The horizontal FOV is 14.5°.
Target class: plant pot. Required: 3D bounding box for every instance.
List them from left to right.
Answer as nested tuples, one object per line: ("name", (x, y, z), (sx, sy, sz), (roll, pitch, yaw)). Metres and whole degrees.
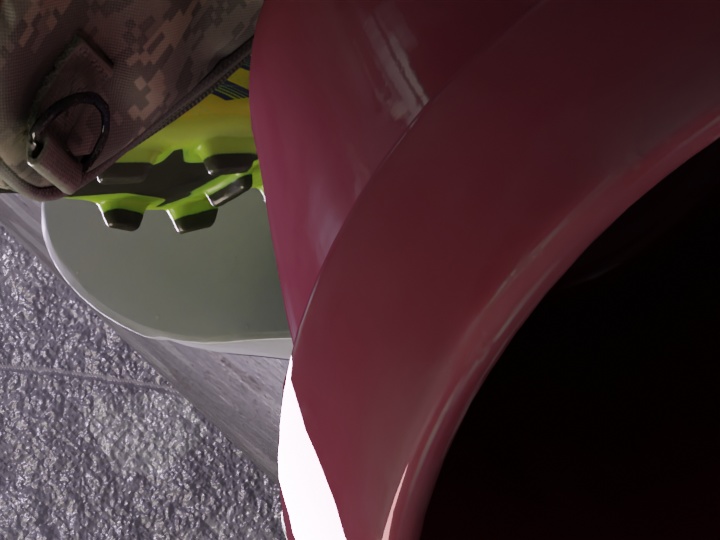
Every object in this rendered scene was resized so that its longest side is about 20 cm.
("plant pot", (0.064, -0.006, 0.560), (0.200, 0.200, 0.179), (49, -175, -38))

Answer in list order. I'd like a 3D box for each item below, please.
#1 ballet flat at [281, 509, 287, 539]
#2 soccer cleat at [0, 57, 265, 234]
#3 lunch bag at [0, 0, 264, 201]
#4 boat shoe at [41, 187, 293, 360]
("ballet flat", (0.074, 0.054, 0.783), (0.069, 0.199, 0.070), (-15, -90, -84))
("soccer cleat", (-0.079, -0.053, 0.715), (0.065, 0.199, 0.084), (-35, 63, 55))
("lunch bag", (-0.088, -0.128, 0.641), (0.200, 0.168, 0.139), (38, 170, 25))
("boat shoe", (0.002, -0.005, 0.819), (0.201, 0.075, 0.086), (7, 172, 37))
